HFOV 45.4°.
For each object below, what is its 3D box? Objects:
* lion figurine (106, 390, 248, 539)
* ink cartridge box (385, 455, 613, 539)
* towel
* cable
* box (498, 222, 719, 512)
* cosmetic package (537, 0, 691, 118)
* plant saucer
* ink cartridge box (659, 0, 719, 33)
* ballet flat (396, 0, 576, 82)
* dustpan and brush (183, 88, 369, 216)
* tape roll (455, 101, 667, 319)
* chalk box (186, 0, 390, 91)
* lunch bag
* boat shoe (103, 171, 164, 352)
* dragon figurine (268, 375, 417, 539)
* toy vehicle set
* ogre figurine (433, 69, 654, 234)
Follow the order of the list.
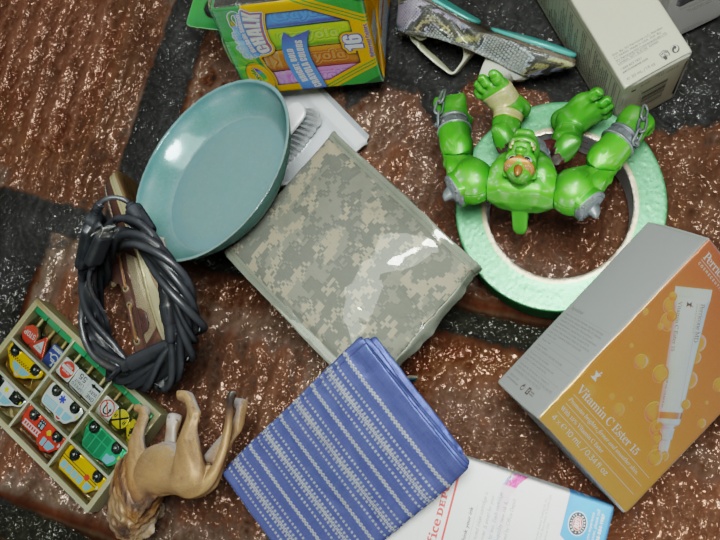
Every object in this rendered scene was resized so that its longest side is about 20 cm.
[{"bbox_3d":[-0.177,0.185,0.808,0.199,0.072,0.125,-27,49,48],"label":"lion figurine"},{"bbox_3d":[0.114,0.234,0.774,0.196,0.068,0.118,16,83,15],"label":"ink cartridge box"},{"bbox_3d":[-0.016,0.172,0.759,0.200,0.024,0.145,-43,81,18],"label":"towel"},{"bbox_3d":[-0.214,0.038,0.830,0.162,0.051,0.202,39,128,16],"label":"cable"},{"bbox_3d":[0.238,0.079,0.739,0.124,0.097,0.200,44,90,-15],"label":"box"},{"bbox_3d":[0.231,-0.253,0.832,0.070,0.105,0.203,-26,76,4],"label":"cosmetic package"},{"bbox_3d":[-0.139,-0.093,0.844,0.197,0.036,0.204,-19,54,28],"label":"plant saucer"},{"bbox_3d":[0.286,-0.310,0.772,0.067,0.200,0.117,-22,74,7],"label":"ink cartridge box"},{"bbox_3d":[0.121,-0.226,0.878,0.198,0.072,0.073,28,85,17],"label":"ballet flat"},{"bbox_3d":[-0.106,-0.118,0.901,0.200,0.057,0.140,-45,73,3],"label":"dustpan and brush"},{"bbox_3d":[0.190,-0.058,0.829,0.196,0.048,0.205,-3,79,12],"label":"tape roll"},{"bbox_3d":[-0.077,-0.270,0.879,0.195,0.125,0.127,-2,59,14],"label":"chalk box"},{"bbox_3d":[0.000,0.000,0.819,0.164,0.117,0.200,-46,65,2],"label":"lunch bag"},{"bbox_3d":[-0.240,-0.003,0.905,0.071,0.072,0.204,-23,82,8],"label":"boat shoe"},{"bbox_3d":[-0.009,0.184,0.817,0.198,0.059,0.101,-32,74,5],"label":"dragon figurine"},{"bbox_3d":[-0.310,0.140,0.911,0.199,0.027,0.125,37,88,17],"label":"toy vehicle set"},{"bbox_3d":[0.155,-0.105,0.777,0.196,0.099,0.122,17,64,0],"label":"ogre figurine"}]
